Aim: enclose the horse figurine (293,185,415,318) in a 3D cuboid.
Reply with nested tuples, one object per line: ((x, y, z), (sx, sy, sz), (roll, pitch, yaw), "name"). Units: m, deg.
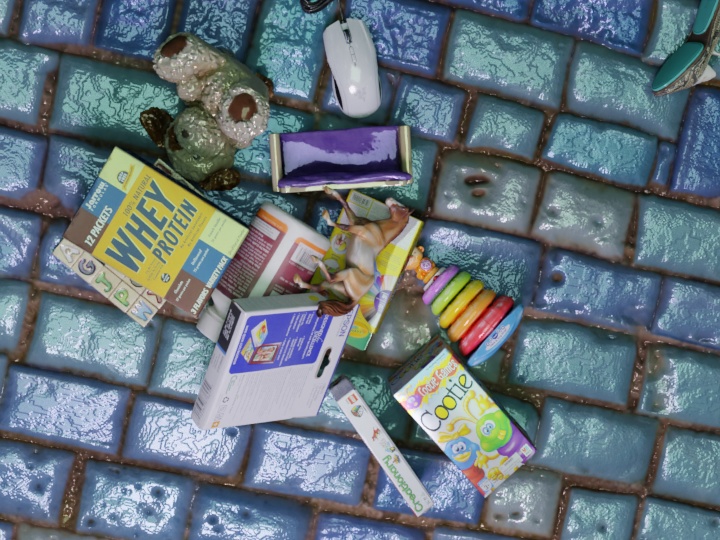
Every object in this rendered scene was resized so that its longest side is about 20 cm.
((-0.013, -0.020, 1.679), (0.132, 0.050, 0.202), (26, 74, -32), "horse figurine")

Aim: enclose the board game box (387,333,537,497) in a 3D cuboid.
((0.144, 0.206, 1.769), (0.105, 0.103, 0.200), (-42, 98, 4), "board game box")

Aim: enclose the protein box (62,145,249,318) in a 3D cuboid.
((-0.267, -0.055, 1.647), (0.199, 0.199, 0.136), (32, 90, -8), "protein box")

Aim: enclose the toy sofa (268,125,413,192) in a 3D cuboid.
((-0.027, -0.157, 1.726), (0.197, 0.098, 0.084), (-4, 96, -6), "toy sofa")

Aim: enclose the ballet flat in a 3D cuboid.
((0.501, -0.325, 1.796), (0.075, 0.068, 0.201), (30, 88, -24), "ballet flat")

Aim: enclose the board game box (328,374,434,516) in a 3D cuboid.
((0.028, 0.245, 1.751), (0.034, 0.126, 0.201), (-35, 97, -3), "board game box")

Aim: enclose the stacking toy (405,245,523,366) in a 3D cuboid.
((0.132, 0.035, 1.771), (0.200, 0.110, 0.116), (44, 90, 6), "stacking toy")

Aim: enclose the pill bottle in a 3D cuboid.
((-0.137, 0.016, 1.717), (0.114, 0.114, 0.201), (32, 92, -8), "pill bottle")

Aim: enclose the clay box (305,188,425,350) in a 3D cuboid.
((0.000, 0.000, 1.755), (0.114, 0.048, 0.202), (25, 93, 8), "clay box")

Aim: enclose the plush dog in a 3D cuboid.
((-0.205, -0.204, 1.698), (0.200, 0.160, 0.172), (41, 105, 19), "plush dog")

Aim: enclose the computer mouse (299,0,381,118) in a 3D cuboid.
((-0.013, -0.316, 1.740), (0.108, 0.044, 0.202), (-16, 96, -6), "computer mouse")

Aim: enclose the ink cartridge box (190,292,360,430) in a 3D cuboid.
((-0.116, 0.122, 1.696), (0.199, 0.047, 0.199), (-4, 125, -43), "ink cartridge box")

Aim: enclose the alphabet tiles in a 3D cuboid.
((-0.308, -0.049, 1.746), (0.167, 0.008, 0.201), (39, 90, -8), "alphabet tiles")
